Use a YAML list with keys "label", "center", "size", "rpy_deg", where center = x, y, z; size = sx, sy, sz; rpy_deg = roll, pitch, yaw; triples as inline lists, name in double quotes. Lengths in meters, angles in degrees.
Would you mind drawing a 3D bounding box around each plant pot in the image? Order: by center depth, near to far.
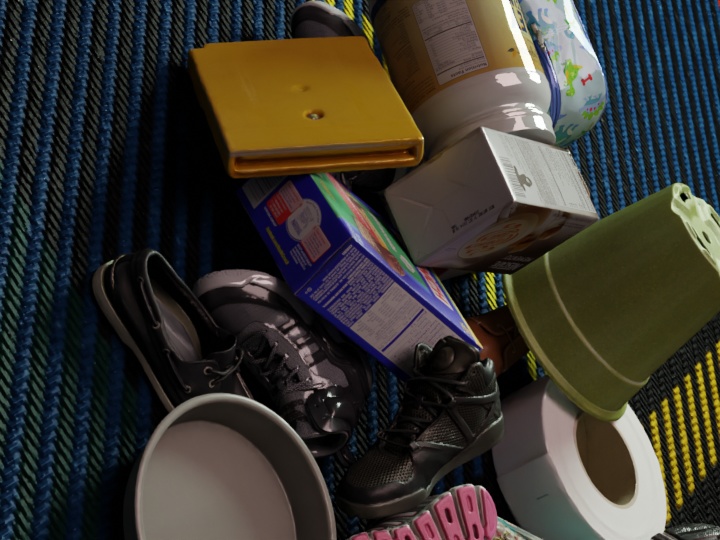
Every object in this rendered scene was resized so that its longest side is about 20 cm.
- label: "plant pot"
  center: [0.273, 0.016, 1.726]
  size: [0.200, 0.189, 0.201]
  rpy_deg: [39, 30, -28]

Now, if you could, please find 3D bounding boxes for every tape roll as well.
- label: "tape roll"
  center: [0.219, 0.200, 1.742]
  size: [0.202, 0.070, 0.204]
  rpy_deg: [32, 43, -35]

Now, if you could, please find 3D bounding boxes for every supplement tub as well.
- label: "supplement tub"
  center: [0.099, -0.194, 1.672]
  size: [0.144, 0.144, 0.202]
  rpy_deg: [5, 62, -51]

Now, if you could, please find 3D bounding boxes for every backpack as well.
- label: "backpack"
  center: [0.157, -0.218, 1.889]
  size: [0.146, 0.183, 0.202]
  rpy_deg: [-20, 78, -33]

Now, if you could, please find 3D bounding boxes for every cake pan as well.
- label: "cake pan"
  center: [-0.101, 0.196, 1.331]
  size: [0.199, 0.037, 0.203]
  rpy_deg: [21, 59, -39]

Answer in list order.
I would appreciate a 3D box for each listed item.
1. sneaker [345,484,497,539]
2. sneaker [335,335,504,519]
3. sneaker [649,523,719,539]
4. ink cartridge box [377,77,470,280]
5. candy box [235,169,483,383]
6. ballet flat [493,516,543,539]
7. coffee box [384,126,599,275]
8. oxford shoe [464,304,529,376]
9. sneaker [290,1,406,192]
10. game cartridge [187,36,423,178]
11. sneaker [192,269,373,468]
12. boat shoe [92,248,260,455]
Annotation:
- label: "sneaker"
  center: [0.022, 0.243, 1.455]
  size: [0.199, 0.087, 0.074]
  rpy_deg: [-26, 87, -33]
- label: "sneaker"
  center: [0.047, 0.125, 1.459]
  size: [0.199, 0.076, 0.115]
  rpy_deg: [-30, 125, -39]
- label: "sneaker"
  center: [0.282, 0.333, 1.679]
  size: [0.199, 0.075, 0.117]
  rpy_deg: [-29, 127, -24]
- label: "ink cartridge box"
  center: [0.084, -0.099, 1.781]
  size: [0.147, 0.085, 0.202]
  rpy_deg: [-16, 80, -55]
- label: "candy box"
  center: [0.000, 0.000, 1.534]
  size: [0.200, 0.077, 0.170]
  rpy_deg: [41, 11, -40]
- label: "ballet flat"
  center: [0.146, 0.271, 1.608]
  size: [0.199, 0.075, 0.065]
  rpy_deg: [26, 72, -33]
- label: "coffee box"
  center: [0.124, -0.060, 1.605]
  size: [0.199, 0.114, 0.080]
  rpy_deg: [6, 56, -61]
- label: "oxford shoe"
  center: [0.133, 0.068, 1.732]
  size: [0.072, 0.071, 0.200]
  rpy_deg: [59, 35, -2]
- label: "sneaker"
  center: [-0.030, -0.166, 1.677]
  size: [0.113, 0.075, 0.202]
  rpy_deg: [-17, 81, -58]
- label: "game cartridge"
  center: [-0.054, -0.149, 1.552]
  size: [0.174, 0.033, 0.201]
  rpy_deg: [-4, 34, -15]
- label: "sneaker"
  center: [-0.063, 0.086, 1.454]
  size: [0.200, 0.075, 0.115]
  rpy_deg: [38, 36, -33]
- label: "boat shoe"
  center: [-0.130, 0.065, 1.393]
  size: [0.200, 0.066, 0.074]
  rpy_deg: [56, 33, -5]
